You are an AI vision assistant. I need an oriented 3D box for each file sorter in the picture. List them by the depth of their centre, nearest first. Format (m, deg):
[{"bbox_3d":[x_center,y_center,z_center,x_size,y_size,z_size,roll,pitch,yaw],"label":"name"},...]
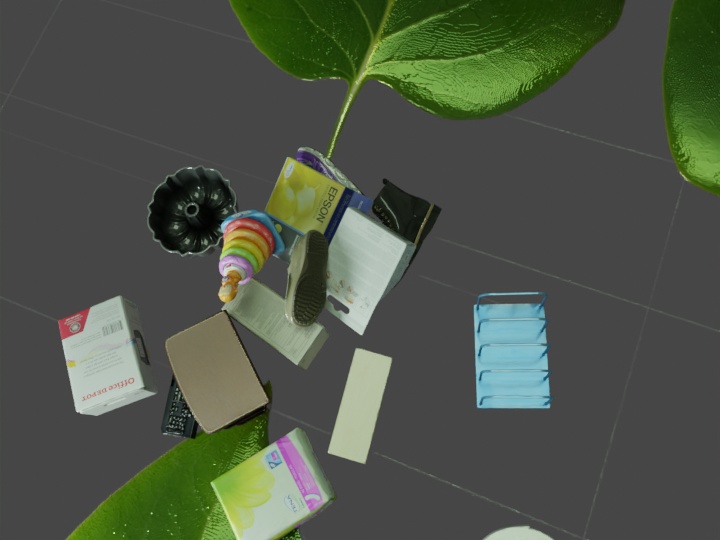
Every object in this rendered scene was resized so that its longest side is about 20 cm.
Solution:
[{"bbox_3d":[0.284,0.150,1.282,0.136,0.123,0.203,-1,74,8],"label":"file sorter"}]

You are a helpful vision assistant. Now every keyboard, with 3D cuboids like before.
[{"bbox_3d":[-0.340,0.232,1.386,0.102,0.040,0.203,6,75,10],"label":"keyboard"}]

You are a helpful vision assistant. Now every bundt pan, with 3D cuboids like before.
[{"bbox_3d":[-0.349,-0.117,1.471,0.199,0.076,0.205,-2,73,6],"label":"bundt pan"}]

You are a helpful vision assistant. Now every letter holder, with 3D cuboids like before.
[{"bbox_3d":[-0.278,0.205,1.329,0.141,0.101,0.202,-26,77,-15],"label":"letter holder"}]

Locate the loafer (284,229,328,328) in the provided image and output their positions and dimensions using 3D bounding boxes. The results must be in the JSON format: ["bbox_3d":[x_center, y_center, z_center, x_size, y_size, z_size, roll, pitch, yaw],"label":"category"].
[{"bbox_3d":[-0.108,0.021,1.347,0.075,0.068,0.203,25,61,-28],"label":"loafer"}]

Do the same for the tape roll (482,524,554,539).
[{"bbox_3d":[0.284,0.555,1.206,0.199,0.037,0.206,-2,74,8],"label":"tape roll"}]

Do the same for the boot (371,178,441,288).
[{"bbox_3d":[0.061,-0.076,1.393,0.137,0.078,0.201,30,66,1],"label":"boot"}]

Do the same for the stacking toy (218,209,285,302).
[{"bbox_3d":[-0.234,-0.014,1.332,0.115,0.110,0.201,-11,38,23],"label":"stacking toy"}]

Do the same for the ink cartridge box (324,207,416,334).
[{"bbox_3d":[0.000,0.000,1.354,0.159,0.047,0.202,34,105,30],"label":"ink cartridge box"}]

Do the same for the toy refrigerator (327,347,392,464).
[{"bbox_3d":[0.001,0.259,1.317,0.075,0.070,0.203,14,76,4],"label":"toy refrigerator"}]

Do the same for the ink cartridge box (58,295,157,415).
[{"bbox_3d":[-0.514,0.175,1.402,0.146,0.086,0.202,-20,73,1],"label":"ink cartridge box"}]

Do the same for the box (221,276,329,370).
[{"bbox_3d":[-0.168,0.104,1.380,0.199,0.078,0.095,35,80,16],"label":"box"}]

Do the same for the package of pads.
[{"bbox_3d":[-0.160,0.417,1.291,0.198,0.068,0.156,-31,71,-1],"label":"package of pads"}]

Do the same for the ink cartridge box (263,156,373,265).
[{"bbox_3d":[-0.103,-0.101,1.419,0.198,0.047,0.200,28,99,17],"label":"ink cartridge box"}]

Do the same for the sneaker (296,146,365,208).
[{"bbox_3d":[-0.073,-0.183,1.455,0.083,0.081,0.200,-44,73,0],"label":"sneaker"}]
